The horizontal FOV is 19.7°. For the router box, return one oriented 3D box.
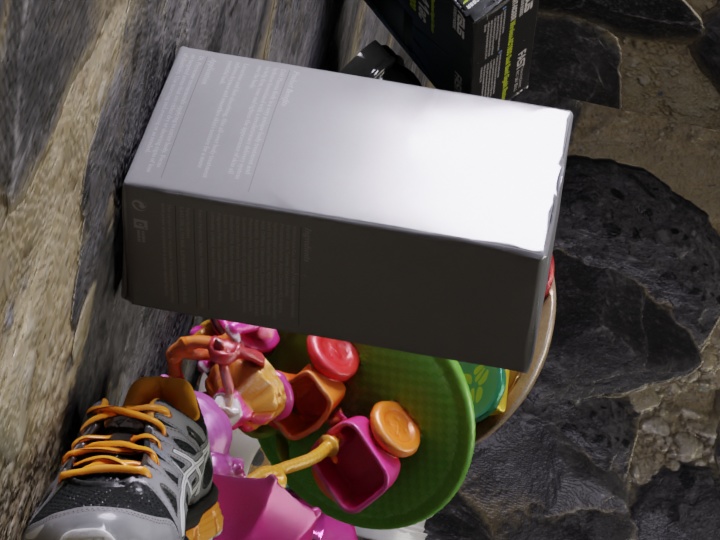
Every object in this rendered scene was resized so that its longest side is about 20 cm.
[{"bbox_3d":[0.057,-0.206,1.477,0.062,0.150,0.200,-36,165,-9],"label":"router box"}]

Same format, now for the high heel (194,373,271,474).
[{"bbox_3d":[-0.079,0.120,1.309,0.143,0.071,0.201,107,1,-57],"label":"high heel"}]

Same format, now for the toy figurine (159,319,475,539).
[{"bbox_3d":[-0.058,0.086,1.121,0.150,0.200,0.184,-41,175,34],"label":"toy figurine"}]

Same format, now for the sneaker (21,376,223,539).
[{"bbox_3d":[-0.108,0.096,0.931,0.200,0.078,0.078,-54,143,-85],"label":"sneaker"}]

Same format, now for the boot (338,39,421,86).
[{"bbox_3d":[0.047,-0.086,1.532,0.079,0.158,0.211,-47,179,6],"label":"boot"}]

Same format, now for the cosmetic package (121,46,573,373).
[{"bbox_3d":[-0.004,-0.030,0.977,0.091,0.199,0.107,97,9,-45],"label":"cosmetic package"}]

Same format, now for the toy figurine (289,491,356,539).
[{"bbox_3d":[-0.062,0.259,1.575,0.200,0.149,0.185,-34,128,-46],"label":"toy figurine"}]

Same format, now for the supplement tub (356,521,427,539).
[{"bbox_3d":[0.023,0.160,2.017,0.140,0.139,0.201,64,38,-81],"label":"supplement tub"}]

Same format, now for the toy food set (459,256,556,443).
[{"bbox_3d":[0.068,0.041,1.543,0.049,0.197,0.201,27,62,-39],"label":"toy food set"}]
